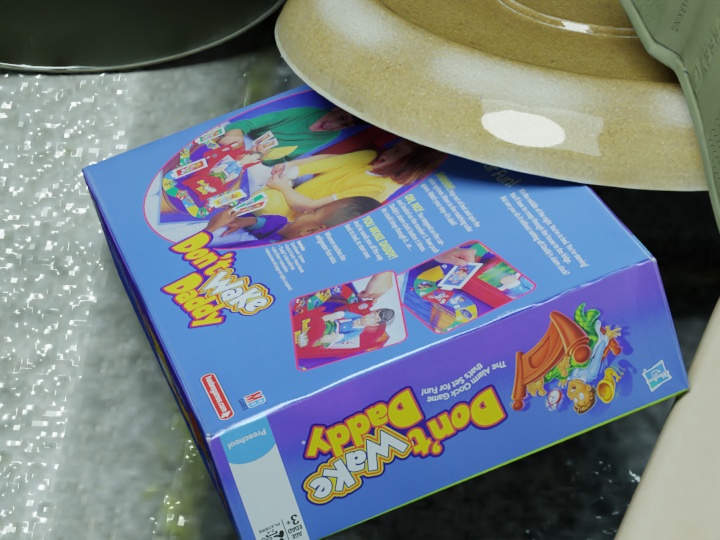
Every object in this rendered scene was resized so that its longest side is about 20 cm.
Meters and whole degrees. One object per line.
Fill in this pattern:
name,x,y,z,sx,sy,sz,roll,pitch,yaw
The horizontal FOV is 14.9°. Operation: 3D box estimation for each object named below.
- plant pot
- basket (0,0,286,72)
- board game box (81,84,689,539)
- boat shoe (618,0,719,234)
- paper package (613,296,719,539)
plant pot,0.073,-0.077,0.883,0.199,0.028,0.200,6,24,-3
basket,-0.099,-0.191,0.985,0.179,0.136,0.201,-2,53,7
board game box,0.000,0.000,0.841,0.134,0.045,0.200,-21,27,-6
boat shoe,0.131,-0.051,0.774,0.068,0.075,0.201,-10,64,-20
paper package,0.161,0.113,0.768,0.190,0.104,0.201,18,62,18
